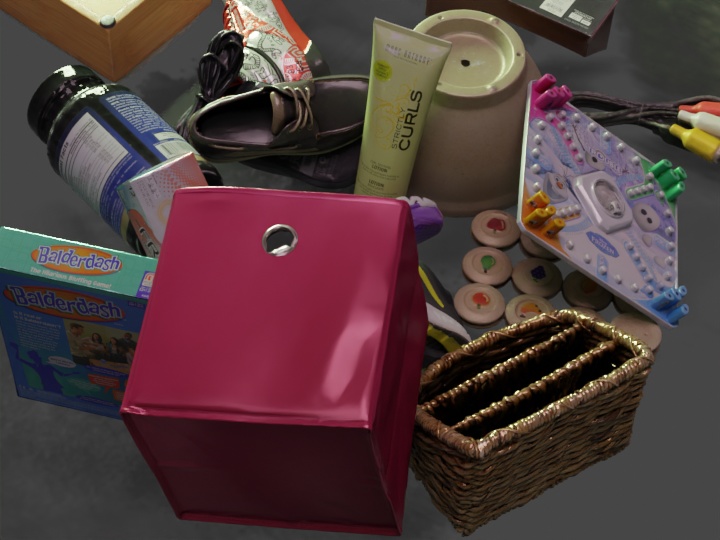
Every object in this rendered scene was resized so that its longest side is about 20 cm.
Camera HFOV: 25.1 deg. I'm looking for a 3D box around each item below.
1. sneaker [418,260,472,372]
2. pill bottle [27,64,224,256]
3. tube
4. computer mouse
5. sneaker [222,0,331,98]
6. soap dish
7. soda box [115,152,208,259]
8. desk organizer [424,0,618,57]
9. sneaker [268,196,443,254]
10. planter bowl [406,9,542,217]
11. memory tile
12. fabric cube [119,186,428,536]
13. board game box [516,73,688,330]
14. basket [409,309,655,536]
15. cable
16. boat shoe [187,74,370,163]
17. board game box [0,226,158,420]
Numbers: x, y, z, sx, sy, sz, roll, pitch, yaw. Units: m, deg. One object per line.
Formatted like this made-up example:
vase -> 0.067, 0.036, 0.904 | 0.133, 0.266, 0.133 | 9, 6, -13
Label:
sneaker -> 0.023, 0.017, 1.451 | 0.074, 0.200, 0.085 | -32, 39, 17
pill bottle -> -0.233, -0.110, 1.570 | 0.112, 0.112, 0.200 | -34, 61, -24
tube -> 0.031, -0.141, 1.531 | 0.058, 0.201, 0.052 | -6, 40, -23
computer mouse -> -0.077, -0.146, 1.618 | 0.199, 0.053, 0.139 | 21, 90, 2
sneaker -> -0.126, -0.243, 1.700 | 0.107, 0.067, 0.202 | -26, 61, -22
soap dish -> -0.284, -0.304, 1.732 | 0.199, 0.081, 0.157 | 33, 59, 20
soda box -> -0.145, -0.002, 1.456 | 0.068, 0.064, 0.201 | -27, 95, -20
desk organizer -> 0.170, -0.284, 1.734 | 0.199, 0.077, 0.072 | 27, 57, 17
sneaker -> 0.000, 0.000, 1.522 | 0.199, 0.081, 0.089 | -25, 71, -23
planter bowl -> 0.100, -0.173, 1.614 | 0.198, 0.135, 0.201 | 1, 52, -1
memory tile -> 0.194, 0.012, 1.544 | 0.198, 0.017, 0.154 | 12, 49, 6
fabric cube -> -0.059, 0.074, 1.280 | 0.195, 0.200, 0.201 | 4, 58, 11
board game box -> 0.235, -0.069, 1.529 | 0.199, 0.026, 0.201 | 31, 44, -23
basket -> 0.134, 0.105, 1.398 | 0.199, 0.149, 0.143 | -25, 58, -18
cable -> 0.308, -0.166, 1.667 | 0.199, 0.050, 0.097 | 20, 54, 11
boat shoe -> -0.071, -0.144, 1.554 | 0.198, 0.073, 0.075 | -15, 90, 2
board game box -> -0.233, 0.054, 1.391 | 0.151, 0.201, 0.045 | 12, 53, 7
